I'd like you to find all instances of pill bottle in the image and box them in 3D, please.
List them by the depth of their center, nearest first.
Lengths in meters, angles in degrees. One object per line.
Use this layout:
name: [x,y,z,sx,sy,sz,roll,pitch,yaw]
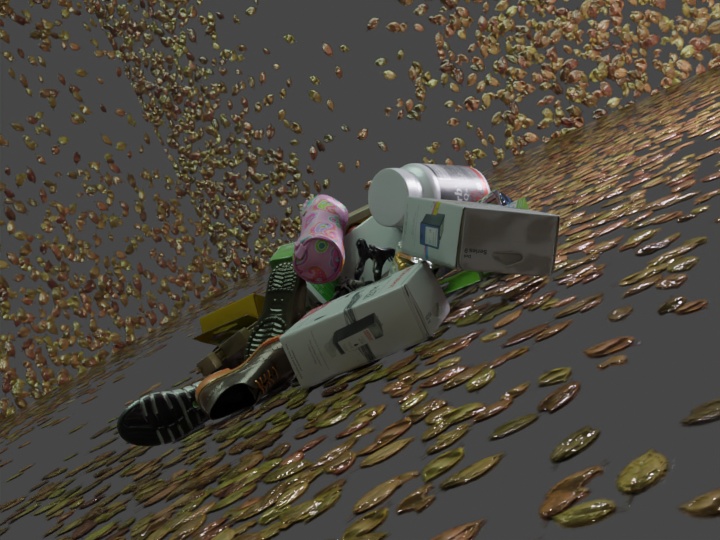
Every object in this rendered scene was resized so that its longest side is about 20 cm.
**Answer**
pill bottle: [0.114,-0.119,1.676,0.199,0.116,0.116,-3,-12,-43]

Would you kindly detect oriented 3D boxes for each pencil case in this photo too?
pencil case: [-0.064,-0.053,1.606,0.087,0.088,0.200,-25,23,12]

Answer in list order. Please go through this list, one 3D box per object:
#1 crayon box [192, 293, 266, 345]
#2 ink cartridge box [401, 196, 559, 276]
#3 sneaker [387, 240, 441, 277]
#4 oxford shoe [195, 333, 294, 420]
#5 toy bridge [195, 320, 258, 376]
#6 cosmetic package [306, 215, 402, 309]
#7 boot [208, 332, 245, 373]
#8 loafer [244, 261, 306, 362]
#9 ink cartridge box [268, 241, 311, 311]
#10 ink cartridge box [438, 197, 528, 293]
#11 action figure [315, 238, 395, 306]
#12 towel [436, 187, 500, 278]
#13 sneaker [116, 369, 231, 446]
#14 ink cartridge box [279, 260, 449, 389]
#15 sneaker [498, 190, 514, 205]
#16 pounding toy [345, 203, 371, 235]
crayon box: [-0.197,0.096,1.808,0.127,0.051,0.200,-23,-21,23]
ink cartridge box: [0.159,-0.049,1.374,0.145,0.088,0.200,3,8,-19]
sneaker: [0.071,0.012,1.530,0.088,0.075,0.200,-68,-10,15]
oxford shoe: [-0.140,0.157,1.454,0.200,0.071,0.073,-32,26,-6]
toy bridge: [-0.201,0.118,1.613,0.067,0.027,0.200,-35,2,39]
cosmetic package: [0.000,0.000,1.697,0.200,0.108,0.085,-39,-25,-16]
boot: [-0.179,0.138,1.675,0.199,0.073,0.166,-22,4,5]
loafer: [-0.121,0.088,1.568,0.076,0.201,0.067,8,-18,31]
ink cartridge box: [-0.111,0.005,1.825,0.059,0.104,0.200,-13,11,6]
ink cartridge box: [0.179,-0.031,1.573,0.199,0.076,0.148,-24,6,14]
action figure: [-0.007,0.053,1.558,0.119,0.102,0.200,1,56,49]
towel: [0.160,-0.049,1.684,0.200,0.023,0.144,-34,-29,-2]
sneaker: [-0.276,0.213,1.518,0.199,0.076,0.115,-18,-4,-26]
ink cartridge box: [0.008,0.073,1.380,0.199,0.085,0.146,-22,7,20]
sneaker: [0.237,-0.078,1.840,0.077,0.076,0.200,-52,-5,28]
pounding toy: [0.053,-0.070,1.929,0.199,0.185,0.142,-25,6,14]
